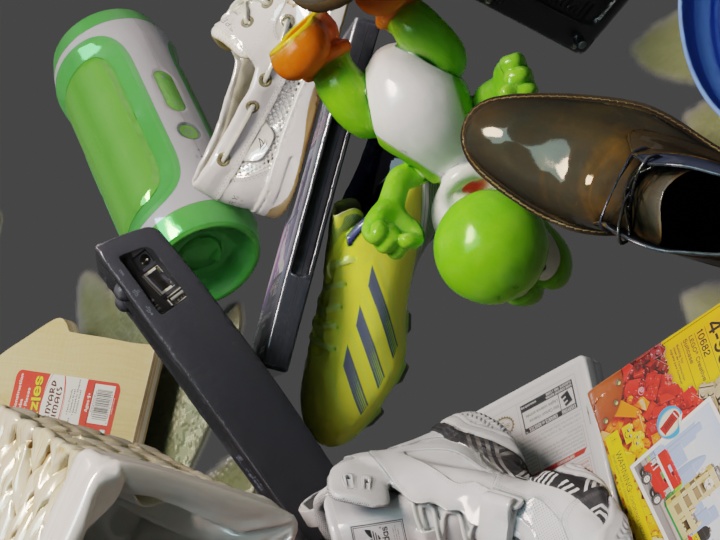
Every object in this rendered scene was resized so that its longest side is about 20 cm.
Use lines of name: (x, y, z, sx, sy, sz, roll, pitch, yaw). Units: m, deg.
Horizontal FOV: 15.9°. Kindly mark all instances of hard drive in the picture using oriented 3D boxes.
hard drive: (-0.075, 0.065, 1.429, 0.042, 0.135, 0.200, -36, 88, -8)

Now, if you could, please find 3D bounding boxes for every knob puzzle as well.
knob puzzle: (-0.205, 0.130, 1.649, 0.219, 0.030, 0.221, -17, 65, 40)

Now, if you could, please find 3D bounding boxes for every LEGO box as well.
LEGO box: (0.208, 0.114, 1.208, 0.149, 0.077, 0.201, -37, 52, 30)

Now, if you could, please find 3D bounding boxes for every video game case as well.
video game case: (-0.029, -0.038, 1.484, 0.143, 0.019, 0.201, 147, 138, -83)
video game case: (0.088, 0.163, 1.354, 0.143, 0.018, 0.201, -31, 56, 33)

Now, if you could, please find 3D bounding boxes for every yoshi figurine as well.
yoshi figurine: (0.043, -0.061, 1.357, 0.112, 0.200, 0.112, -43, 11, -34)

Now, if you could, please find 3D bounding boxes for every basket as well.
basket: (-0.145, 0.180, 1.308, 0.123, 0.135, 0.201, 27, 95, 51)

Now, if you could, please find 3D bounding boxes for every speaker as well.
speaker: (-0.129, -0.072, 1.608, 0.088, 0.088, 0.201, -46, 48, 23)

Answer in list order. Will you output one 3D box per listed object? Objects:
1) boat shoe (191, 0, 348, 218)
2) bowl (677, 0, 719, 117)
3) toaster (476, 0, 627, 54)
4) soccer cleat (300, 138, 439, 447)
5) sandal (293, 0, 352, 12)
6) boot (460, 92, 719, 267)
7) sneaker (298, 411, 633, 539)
boat shoe: (-0.053, -0.135, 1.514, 0.071, 0.069, 0.201, -160, 84, -76)
bowl: (0.250, -0.153, 1.291, 0.200, 0.039, 0.202, -17, 64, 40)
toaster: (0.101, -0.240, 1.370, 0.200, 0.180, 0.119, -50, 45, 21)
soccer cleat: (0.000, -0.001, 1.452, 0.065, 0.083, 0.201, 21, 91, 43)
sandal: (-0.013, -0.229, 1.314, 0.081, 0.054, 0.201, -1, 73, 49)
boot: (0.136, -0.048, 1.262, 0.199, 0.097, 0.075, 19, 90, 15)
sneaker: (0.051, 0.135, 1.279, 0.200, 0.114, 0.076, 32, 134, 60)
